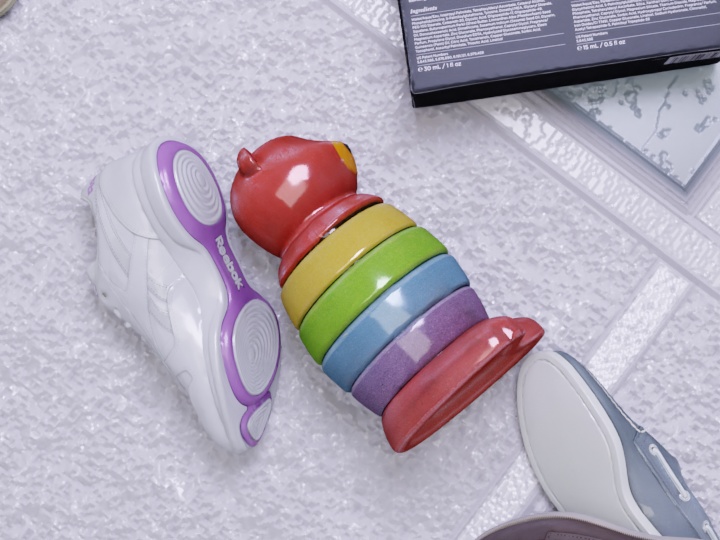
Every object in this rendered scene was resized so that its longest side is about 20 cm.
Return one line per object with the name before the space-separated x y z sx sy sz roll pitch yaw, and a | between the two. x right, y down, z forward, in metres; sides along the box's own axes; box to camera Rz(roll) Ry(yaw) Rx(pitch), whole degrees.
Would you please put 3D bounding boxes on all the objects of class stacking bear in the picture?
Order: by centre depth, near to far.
stacking bear | 0.000 0.000 0.929 0.114 0.121 0.200 -43 78 10

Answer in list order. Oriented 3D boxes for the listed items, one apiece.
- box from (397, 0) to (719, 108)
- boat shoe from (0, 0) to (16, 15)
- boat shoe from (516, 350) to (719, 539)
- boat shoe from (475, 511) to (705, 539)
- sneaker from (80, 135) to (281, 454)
box | 0.120 -0.187 0.943 0.199 0.079 0.142 -8 90 2
boat shoe | -0.315 -0.201 0.967 0.199 0.065 0.073 13 88 3
boat shoe | 0.166 0.134 0.948 0.062 0.073 0.201 -22 77 -42
boat shoe | 0.140 0.188 0.896 0.199 0.059 0.072 2 102 33
sneaker | -0.113 0.020 0.958 0.099 0.075 0.201 -16 95 31
